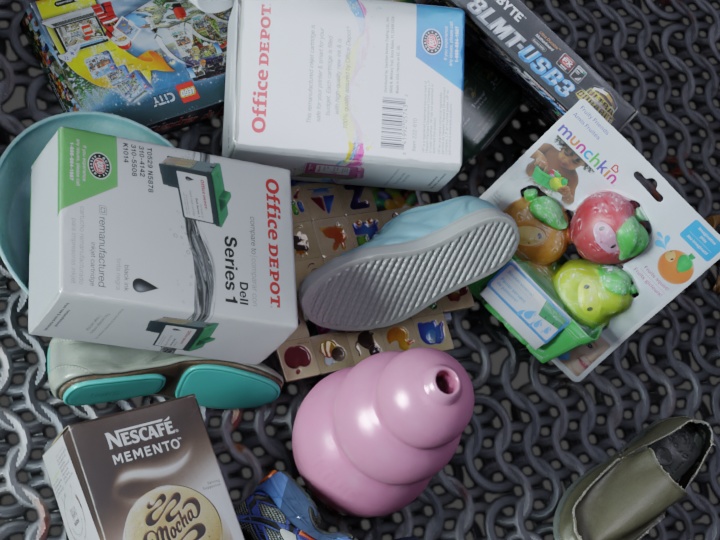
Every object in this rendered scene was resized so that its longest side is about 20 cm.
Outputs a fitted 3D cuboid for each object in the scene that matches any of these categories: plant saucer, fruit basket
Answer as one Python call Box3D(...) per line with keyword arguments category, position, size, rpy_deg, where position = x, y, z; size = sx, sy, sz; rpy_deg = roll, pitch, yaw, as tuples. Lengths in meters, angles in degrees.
Box3D(category="plant saucer", position=(-0.209, -0.032, 1.526), size=(0.199, 0.036, 0.201), rpy_deg=(13, 60, -24))
Box3D(category="fruit basket", position=(0.191, -0.020, 1.656), size=(0.185, 0.200, 0.094), rpy_deg=(45, 35, -3))

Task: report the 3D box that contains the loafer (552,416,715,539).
Box3D(category="loafer", position=(0.244, 0.188, 1.668), size=(0.075, 0.070, 0.200), rpy_deg=(48, 56, 0))

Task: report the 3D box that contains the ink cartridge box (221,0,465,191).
Box3D(category="ink cartridge box", position=(-0.017, -0.153, 1.616), size=(0.198, 0.085, 0.146), rpy_deg=(5, 77, -12))

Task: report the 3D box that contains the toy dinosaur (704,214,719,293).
Box3D(category="toy dinosaur", position=(0.379, -0.016, 1.847), size=(0.106, 0.060, 0.201), rpy_deg=(45, 58, -31))

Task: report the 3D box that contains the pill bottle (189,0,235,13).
Box3D(category="pill bottle", position=(-0.171, -0.319, 1.629), size=(0.116, 0.116, 0.200), rpy_deg=(-33, 65, -33))

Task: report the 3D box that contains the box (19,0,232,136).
Box3D(category="box", position=(-0.178, -0.190, 1.646), size=(0.199, 0.038, 0.137), rpy_deg=(-21, 79, -32))

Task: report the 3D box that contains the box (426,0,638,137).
Box3D(category="box", position=(0.150, -0.194, 1.722), size=(0.200, 0.199, 0.050), rpy_deg=(41, 89, -5))

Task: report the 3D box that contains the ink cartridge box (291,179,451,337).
Box3D(category="ink cartridge box", position=(-0.001, -0.037, 1.667), size=(0.119, 0.042, 0.201), rpy_deg=(-6, 70, -29))

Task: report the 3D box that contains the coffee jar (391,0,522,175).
Box3D(category="coffee jar", position=(0.045, -0.187, 1.724), size=(0.200, 0.085, 0.104), rpy_deg=(43, 72, -4))

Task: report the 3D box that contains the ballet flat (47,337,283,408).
Box3D(category="ballet flat", position=(-0.156, 0.073, 1.525), size=(0.199, 0.067, 0.064), rpy_deg=(2, 56, -27))

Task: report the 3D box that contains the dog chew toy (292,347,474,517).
Box3D(category="dog chew toy", position=(0.025, 0.122, 1.511), size=(0.124, 0.200, 0.125), rpy_deg=(10, 64, -22))

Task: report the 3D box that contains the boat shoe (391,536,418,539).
Box3D(category="boat shoe", position=(-0.015, 0.281, 1.508), size=(0.199, 0.075, 0.093), rpy_deg=(-13, 56, -29))

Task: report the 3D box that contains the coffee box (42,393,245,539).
Box3D(category="coffee box", position=(-0.156, 0.210, 1.453), size=(0.112, 0.080, 0.201), rpy_deg=(-13, 75, -30))

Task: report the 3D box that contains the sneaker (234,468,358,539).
Box3D(category="sneaker", position=(-0.041, 0.237, 1.468), size=(0.078, 0.200, 0.076), rpy_deg=(-33, 128, -17))

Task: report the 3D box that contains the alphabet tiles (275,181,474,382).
Box3D(category="alphabet tiles", position=(0.000, 0.000, 1.625), size=(0.199, 0.008, 0.168), rpy_deg=(-9, 73, -28))

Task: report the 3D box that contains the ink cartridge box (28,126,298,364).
Box3D(category="ink cartridge box", position=(-0.153, -0.017, 1.475), size=(0.199, 0.084, 0.147), rpy_deg=(8, 63, -26))

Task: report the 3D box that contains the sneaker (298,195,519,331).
Box3D(category="sneaker", position=(0.033, -0.009, 1.612), size=(0.199, 0.082, 0.074), rpy_deg=(-18, 119, -16))
